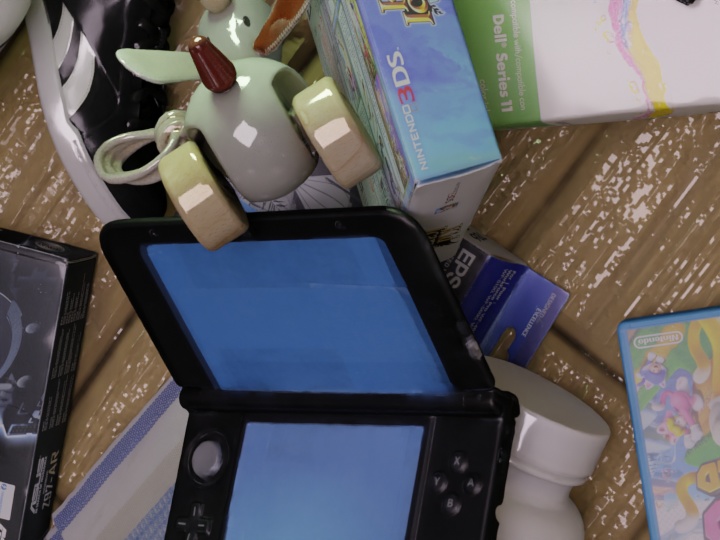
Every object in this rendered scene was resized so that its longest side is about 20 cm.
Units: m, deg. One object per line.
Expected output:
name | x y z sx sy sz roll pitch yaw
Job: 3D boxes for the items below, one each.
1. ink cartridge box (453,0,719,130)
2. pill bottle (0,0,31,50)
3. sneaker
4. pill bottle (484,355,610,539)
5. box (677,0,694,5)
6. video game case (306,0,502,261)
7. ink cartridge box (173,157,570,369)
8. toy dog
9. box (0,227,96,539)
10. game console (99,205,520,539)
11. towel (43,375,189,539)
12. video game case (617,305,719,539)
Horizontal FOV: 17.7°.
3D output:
ink cartridge box | 0.153 -0.108 1.104 0.198 0.117 0.068 -5 92 16
pill bottle | -0.235 -0.136 1.171 0.113 0.113 0.200 52 136 5
sneaker | -0.112 -0.126 1.198 0.111 0.073 0.202 -19 89 18
pill bottle | 0.045 0.149 1.164 0.111 0.111 0.201 29 103 11
box | 0.116 -0.236 1.072 0.199 0.044 0.161 34 83 29
video game case | 0.010 -0.115 1.093 0.045 0.181 0.202 -15 79 -6
ink cartridge box | 0.000 0.000 1.200 0.199 0.039 0.100 32 102 10
toy dog | -0.064 -0.094 1.088 0.132 0.200 0.097 -37 121 -13
box | -0.240 0.070 1.270 0.159 0.044 0.202 14 99 14
game console | -0.038 0.074 1.097 0.199 0.116 0.177 -2 70 38
towel | -0.083 0.154 1.195 0.147 0.024 0.200 -50 49 15
video game case | 0.214 0.115 1.162 0.142 0.018 0.202 -9 94 15
